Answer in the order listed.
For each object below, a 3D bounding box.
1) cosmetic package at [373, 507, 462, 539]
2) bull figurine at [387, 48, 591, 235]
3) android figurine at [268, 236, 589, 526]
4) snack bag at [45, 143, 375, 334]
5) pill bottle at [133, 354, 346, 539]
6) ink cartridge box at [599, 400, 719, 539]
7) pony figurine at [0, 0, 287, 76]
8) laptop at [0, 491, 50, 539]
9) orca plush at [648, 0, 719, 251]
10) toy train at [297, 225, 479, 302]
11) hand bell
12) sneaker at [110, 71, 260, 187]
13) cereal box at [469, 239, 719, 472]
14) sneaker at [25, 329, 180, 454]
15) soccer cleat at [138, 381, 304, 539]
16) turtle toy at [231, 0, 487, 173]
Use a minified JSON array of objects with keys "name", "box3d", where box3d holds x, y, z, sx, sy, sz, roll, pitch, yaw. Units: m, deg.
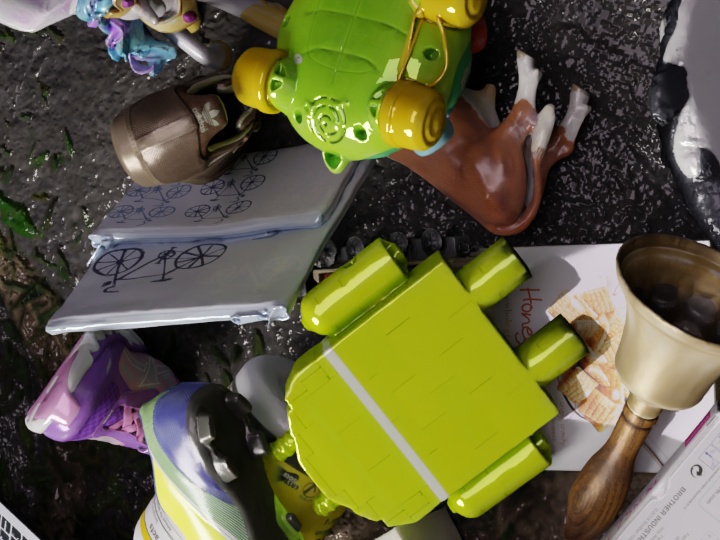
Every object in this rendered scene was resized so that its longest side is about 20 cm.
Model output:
[{"name":"cosmetic package","box3d":[0.047,0.270,0.985,0.103,0.087,0.201,-34,76,21]},{"name":"bull figurine","box3d":[0.051,-0.108,1.000,0.200,0.065,0.122,38,102,20]},{"name":"android figurine","box3d":[0.036,0.074,0.935,0.200,0.041,0.182,-39,102,8]},{"name":"snack bag","box3d":[-0.101,-0.024,1.013,0.187,0.201,0.022,-4,123,24]},{"name":"pill bottle","box3d":[-0.082,0.167,1.032,0.112,0.112,0.201,40,106,19]},{"name":"ink cartridge box","box3d":[0.254,0.186,0.902,0.200,0.042,0.120,39,105,6]},{"name":"pony figurine","box3d":[-0.158,-0.210,1.022,0.193,0.200,0.167,42,106,19]},{"name":"laptop","box3d":[-0.292,0.257,1.083,0.199,0.116,0.188,37,135,21]},{"name":"orca plush","box3d":[0.220,-0.074,0.940,0.105,0.071,0.201,-25,89,-23]},{"name":"toy train","box3d":[0.000,0.000,1.009,0.199,0.034,0.046,-5,91,44]},{"name":"hand bell","box3d":[0.161,0.089,0.899,0.104,0.104,0.201,35,125,21]},{"name":"sneaker","box3d":[-0.093,-0.096,0.999,0.075,0.200,0.071,-19,100,17]},{"name":"cereal box","box3d":[0.132,0.055,0.975,0.198,0.039,0.145,-3,89,25]},{"name":"sneaker","box3d":[-0.162,0.089,1.037,0.088,0.200,0.081,40,93,2]},{"name":"soccer cleat","box3d":[-0.083,0.163,0.952,0.083,0.065,0.202,-7,105,41]},{"name":"turtle toy","box3d":[0.020,-0.152,0.931,0.145,0.101,0.202,18,86,30]}]
